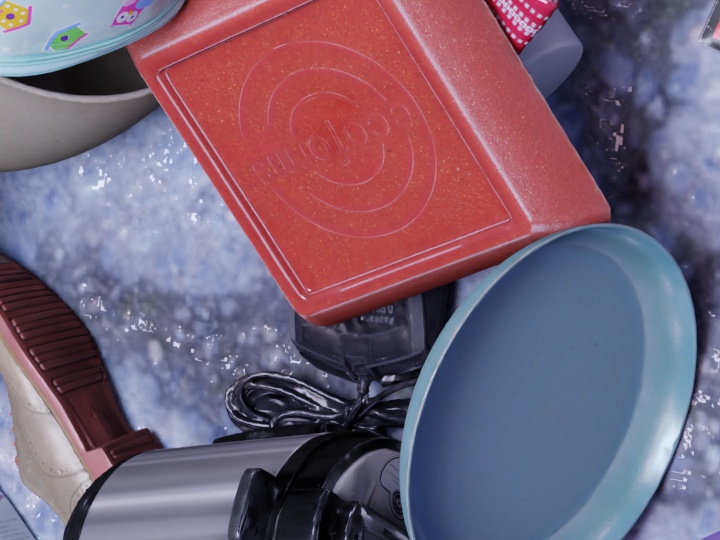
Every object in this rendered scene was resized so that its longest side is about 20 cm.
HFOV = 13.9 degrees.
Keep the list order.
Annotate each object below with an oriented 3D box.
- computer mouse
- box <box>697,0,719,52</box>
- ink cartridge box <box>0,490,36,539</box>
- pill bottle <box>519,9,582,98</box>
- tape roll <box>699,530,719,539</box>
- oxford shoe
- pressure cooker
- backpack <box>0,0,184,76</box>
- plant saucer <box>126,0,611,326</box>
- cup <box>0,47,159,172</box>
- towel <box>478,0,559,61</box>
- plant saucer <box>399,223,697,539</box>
[{"bbox_3d":[0.000,0.000,1.562,0.138,0.053,0.201,11,107,24],"label":"computer mouse"},{"bbox_3d":[0.266,-0.171,1.428,0.137,0.040,0.201,29,103,22],"label":"box"},{"bbox_3d":[-0.244,0.233,1.689,0.196,0.043,0.200,-43,74,21],"label":"ink cartridge box"},{"bbox_3d":[0.024,-0.167,1.509,0.111,0.111,0.200,-41,75,21],"label":"pill bottle"},{"bbox_3d":[0.185,0.226,1.394,0.200,0.085,0.201,35,136,43],"label":"tape roll"},{"bbox_3d":[-0.176,0.080,1.638,0.075,0.070,0.200,-42,72,27],"label":"oxford shoe"},{"bbox_3d":[-0.032,0.171,1.503,0.199,0.176,0.179,-7,97,33],"label":"pressure cooker"},{"bbox_3d":[-0.174,-0.182,1.429,0.200,0.175,0.154,43,138,30],"label":"backpack"},{"bbox_3d":[-0.007,-0.069,1.451,0.199,0.037,0.200,-20,111,38],"label":"plant saucer"},{"bbox_3d":[-0.187,-0.133,1.589,0.201,0.200,0.143,55,141,16],"label":"cup"},{"bbox_3d":[-0.005,-0.122,1.456,0.145,0.022,0.200,46,134,3],"label":"towel"},{"bbox_3d":[0.087,0.069,1.439,0.027,0.200,0.201,25,102,41],"label":"plant saucer"}]
